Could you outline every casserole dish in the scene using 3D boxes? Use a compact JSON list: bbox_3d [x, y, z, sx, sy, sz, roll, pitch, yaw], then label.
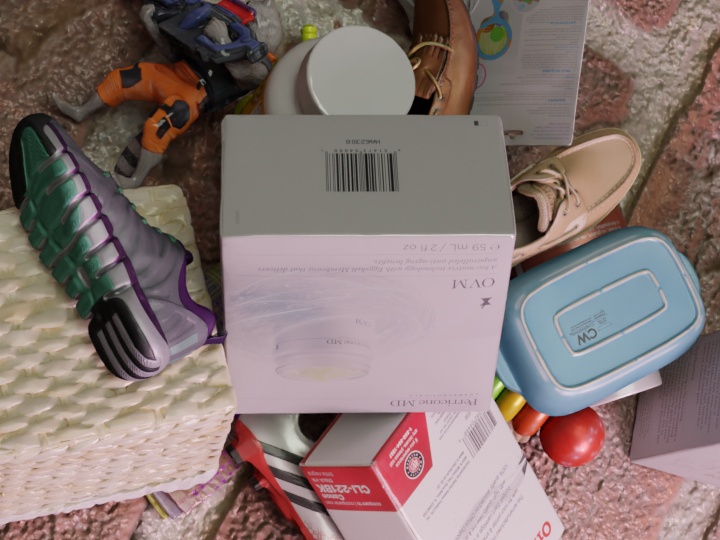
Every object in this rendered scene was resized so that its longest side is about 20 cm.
[{"bbox_3d":[0.198,0.037,1.373,0.200,0.039,0.121,-25,85,-16],"label":"casserole dish"}]

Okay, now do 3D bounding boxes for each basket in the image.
[{"bbox_3d":[-0.206,0.061,1.235,0.200,0.161,0.198,-9,71,-20],"label":"basket"}]

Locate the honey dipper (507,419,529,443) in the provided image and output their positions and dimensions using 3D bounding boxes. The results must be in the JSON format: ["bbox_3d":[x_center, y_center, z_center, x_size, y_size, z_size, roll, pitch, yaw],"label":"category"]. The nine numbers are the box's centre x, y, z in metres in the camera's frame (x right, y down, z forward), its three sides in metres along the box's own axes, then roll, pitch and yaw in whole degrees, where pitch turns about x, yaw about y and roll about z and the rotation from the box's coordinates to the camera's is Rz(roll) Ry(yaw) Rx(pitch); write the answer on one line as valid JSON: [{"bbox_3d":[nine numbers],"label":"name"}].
[{"bbox_3d":[0.047,0.147,1.409,0.200,0.038,0.038,-11,82,-21],"label":"honey dipper"}]

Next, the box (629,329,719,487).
[{"bbox_3d":[0.351,0.123,1.445,0.152,0.200,0.106,18,72,-18],"label":"box"}]

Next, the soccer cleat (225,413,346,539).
[{"bbox_3d":[-0.024,0.183,1.339,0.085,0.069,0.200,-37,100,-7],"label":"soccer cleat"}]

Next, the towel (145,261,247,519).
[{"bbox_3d":[-0.124,0.088,1.360,0.200,0.023,0.144,-41,94,-25],"label":"towel"}]

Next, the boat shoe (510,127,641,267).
[{"bbox_3d":[0.150,-0.051,1.369,0.200,0.065,0.071,-36,86,-9],"label":"boat shoe"}]

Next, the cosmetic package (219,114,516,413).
[{"bbox_3d":[0.000,0.000,1.218,0.199,0.200,0.123,-1,50,-2],"label":"cosmetic package"}]

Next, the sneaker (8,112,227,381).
[{"bbox_3d":[-0.169,-0.021,1.165,0.088,0.074,0.200,-20,79,-43],"label":"sneaker"}]

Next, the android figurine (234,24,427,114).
[{"bbox_3d":[-0.021,-0.112,1.439,0.182,0.041,0.200,4,78,-21],"label":"android figurine"}]

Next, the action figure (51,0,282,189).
[{"bbox_3d":[-0.149,-0.164,1.367,0.193,0.200,0.105,-35,133,-8],"label":"action figure"}]

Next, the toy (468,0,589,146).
[{"bbox_3d":[0.148,-0.201,1.432,0.047,0.115,0.200,11,84,-54],"label":"toy"}]

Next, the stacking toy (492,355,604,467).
[{"bbox_3d":[0.115,0.093,1.401,0.200,0.085,0.085,39,66,3],"label":"stacking toy"}]

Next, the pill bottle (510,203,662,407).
[{"bbox_3d":[0.189,0.016,1.453,0.112,0.112,0.200,-15,84,-24],"label":"pill bottle"}]

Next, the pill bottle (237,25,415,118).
[{"bbox_3d":[-0.031,-0.113,1.300,0.113,0.200,0.113,5,75,-17],"label":"pill bottle"}]

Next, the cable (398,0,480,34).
[{"bbox_3d":[0.107,-0.301,1.517,0.200,0.069,0.200,-31,90,-25],"label":"cable"}]

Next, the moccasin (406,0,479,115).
[{"bbox_3d":[0.050,-0.148,1.417,0.078,0.074,0.202,11,85,-28],"label":"moccasin"}]

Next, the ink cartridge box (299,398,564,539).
[{"bbox_3d":[0.061,0.181,1.329,0.144,0.084,0.200,-49,119,-39],"label":"ink cartridge box"}]
